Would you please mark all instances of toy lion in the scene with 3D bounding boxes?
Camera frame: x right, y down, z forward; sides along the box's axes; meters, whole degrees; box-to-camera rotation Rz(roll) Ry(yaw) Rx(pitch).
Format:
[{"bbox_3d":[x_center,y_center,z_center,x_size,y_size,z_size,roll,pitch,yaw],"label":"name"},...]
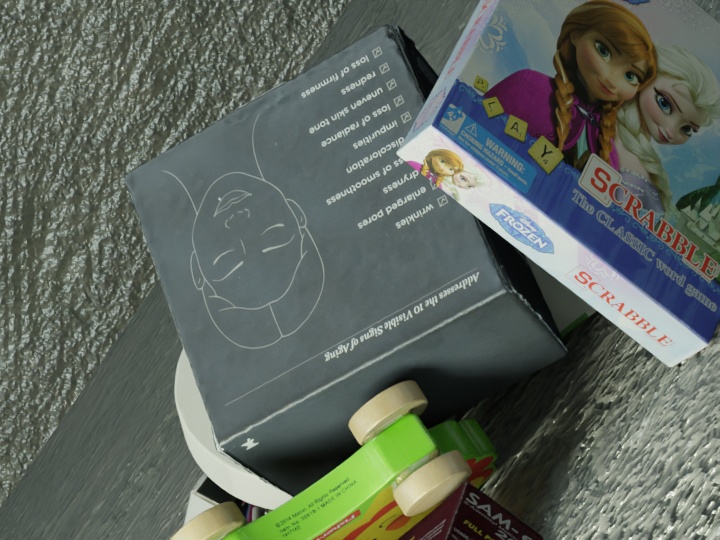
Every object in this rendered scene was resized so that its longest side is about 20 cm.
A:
[{"bbox_3d":[-0.007,0.150,1.307,0.199,0.069,0.192,-33,-18,-7],"label":"toy lion"}]

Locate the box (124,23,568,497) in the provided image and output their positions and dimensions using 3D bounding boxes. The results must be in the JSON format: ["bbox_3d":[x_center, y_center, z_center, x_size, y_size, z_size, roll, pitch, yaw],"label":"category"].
[{"bbox_3d":[-0.011,-0.004,1.330,0.199,0.124,0.198,-28,60,11],"label":"box"}]

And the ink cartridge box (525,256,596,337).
[{"bbox_3d":[0.144,-0.057,1.453,0.146,0.084,0.201,-43,16,45],"label":"ink cartridge box"}]

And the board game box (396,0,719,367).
[{"bbox_3d":[0.142,-0.083,1.237,0.041,0.199,0.200,-36,21,52],"label":"board game box"}]

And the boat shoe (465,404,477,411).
[{"bbox_3d":[0.086,0.020,1.509,0.200,0.065,0.075,-89,13,-49],"label":"boat shoe"}]

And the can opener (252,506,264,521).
[{"bbox_3d":[-0.060,0.232,1.503,0.066,0.053,0.201,-7,29,6],"label":"can opener"}]

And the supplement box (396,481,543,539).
[{"bbox_3d":[0.023,0.222,1.180,0.109,0.061,0.201,-44,16,44],"label":"supplement box"}]

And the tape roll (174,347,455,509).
[{"bbox_3d":[-0.030,0.080,1.535,0.037,0.201,0.204,81,-152,-46],"label":"tape roll"}]

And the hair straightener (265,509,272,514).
[{"bbox_3d":[-0.029,0.176,1.497,0.041,0.077,0.200,-56,11,9],"label":"hair straightener"}]

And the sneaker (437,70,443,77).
[{"bbox_3d":[0.103,-0.116,1.434,0.078,0.066,0.200,-42,13,-1],"label":"sneaker"}]

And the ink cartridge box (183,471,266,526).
[{"bbox_3d":[-0.104,0.200,1.604,0.095,0.037,0.201,-53,-13,-45],"label":"ink cartridge box"}]

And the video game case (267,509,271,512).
[{"bbox_3d":[-0.075,0.222,1.702,0.182,0.024,0.201,-45,15,41],"label":"video game case"}]
